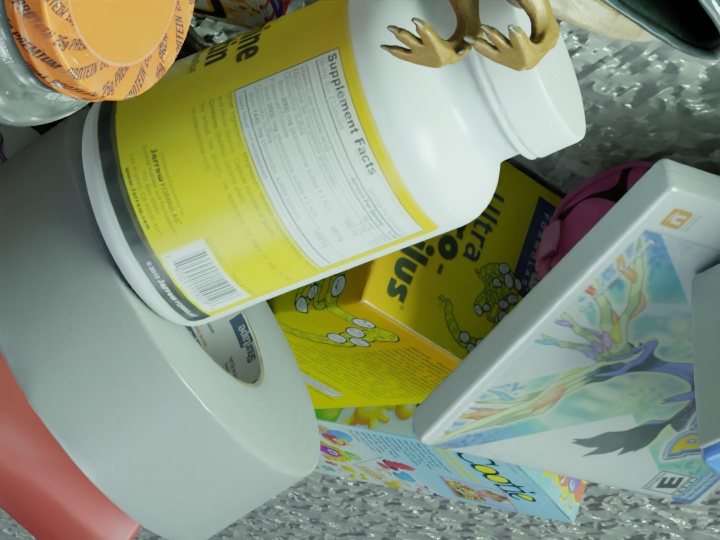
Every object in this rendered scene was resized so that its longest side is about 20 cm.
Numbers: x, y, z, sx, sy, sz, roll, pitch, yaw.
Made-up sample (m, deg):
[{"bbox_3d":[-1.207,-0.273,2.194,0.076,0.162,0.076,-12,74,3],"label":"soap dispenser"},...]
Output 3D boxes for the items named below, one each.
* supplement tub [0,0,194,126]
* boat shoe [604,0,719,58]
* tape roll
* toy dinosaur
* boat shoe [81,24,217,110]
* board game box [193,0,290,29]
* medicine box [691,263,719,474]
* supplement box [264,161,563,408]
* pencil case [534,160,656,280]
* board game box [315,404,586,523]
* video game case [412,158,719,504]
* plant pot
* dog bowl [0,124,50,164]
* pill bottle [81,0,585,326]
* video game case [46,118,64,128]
[{"bbox_3d":[-0.171,-0.121,0.927,0.199,0.123,0.123,7,157,33],"label":"supplement tub"},{"bbox_3d":[0.066,-0.142,0.840,0.199,0.062,0.073,27,160,-20],"label":"boat shoe"},{"bbox_3d":[-0.101,0.026,1.102,0.066,0.201,0.200,-34,140,12],"label":"tape roll"},{"bbox_3d":[0.064,-0.118,0.909,0.200,0.107,0.060,36,148,-24],"label":"toy dinosaur"},{"bbox_3d":[-0.096,-0.080,1.182,0.073,0.075,0.200,10,160,27],"label":"boat shoe"},{"bbox_3d":[-0.133,-0.175,1.001,0.199,0.047,0.152,15,160,14],"label":"board game box"},{"bbox_3d":[0.275,0.050,1.022,0.200,0.103,0.182,33,134,-31],"label":"medicine box"},{"bbox_3d":[0.000,0.000,1.248,0.109,0.109,0.200,31,158,-29],"label":"supplement box"},{"bbox_3d":[0.156,0.023,1.187,0.093,0.091,0.200,2,151,30],"label":"pencil case"},{"bbox_3d":[0.037,0.069,1.407,0.199,0.103,0.105,9,158,32],"label":"board game box"},{"bbox_3d":[0.152,0.036,1.115,0.182,0.022,0.200,15,135,-32],"label":"video game case"},{"bbox_3d":[-0.201,0.080,1.581,0.177,0.201,0.200,33,160,-6],"label":"plant pot"},{"bbox_3d":[-0.220,-0.049,1.252,0.200,0.074,0.200,34,167,9],"label":"dog bowl"},{"bbox_3d":[-0.010,-0.058,1.009,0.199,0.113,0.112,-21,146,17],"label":"pill bottle"},{"bbox_3d":[-0.206,-0.098,1.325,0.182,0.023,0.200,0,151,46],"label":"video game case"}]
